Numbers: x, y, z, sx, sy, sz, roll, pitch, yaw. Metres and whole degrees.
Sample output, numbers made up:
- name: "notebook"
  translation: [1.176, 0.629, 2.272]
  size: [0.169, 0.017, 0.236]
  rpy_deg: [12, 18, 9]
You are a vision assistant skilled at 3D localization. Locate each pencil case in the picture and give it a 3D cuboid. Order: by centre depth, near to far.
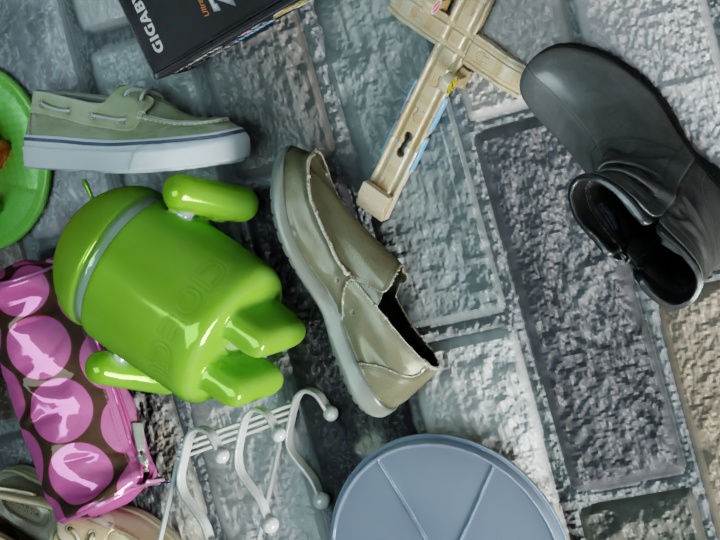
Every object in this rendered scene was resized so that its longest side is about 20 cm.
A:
- name: "pencil case"
  translation: [-0.217, 0.084, 1.777]
  size: [0.093, 0.090, 0.201]
  rpy_deg: [-23, 88, 43]

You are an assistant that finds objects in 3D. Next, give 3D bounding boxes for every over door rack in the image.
- name: "over door rack"
  translation: [-0.094, 0.189, 1.697]
  size: [0.066, 0.147, 0.201]
  rpy_deg: [36, 116, 24]

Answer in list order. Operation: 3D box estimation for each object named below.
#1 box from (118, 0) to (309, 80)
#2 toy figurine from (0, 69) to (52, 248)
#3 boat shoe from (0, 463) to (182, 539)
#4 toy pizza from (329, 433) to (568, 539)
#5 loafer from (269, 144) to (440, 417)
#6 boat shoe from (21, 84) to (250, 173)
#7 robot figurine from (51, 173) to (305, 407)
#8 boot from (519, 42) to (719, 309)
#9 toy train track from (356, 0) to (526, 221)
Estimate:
- name: "box"
  translation: [-0.105, -0.265, 1.652]
  size: [0.198, 0.050, 0.201]
  rpy_deg: [-25, 88, 31]
- name: "toy figurine"
  translation: [-0.355, -0.052, 1.767]
  size: [0.150, 0.184, 0.201]
  rpy_deg: [42, 119, 15]
- name: "boat shoe"
  translation: [-0.218, 0.211, 1.820]
  size: [0.199, 0.065, 0.073]
  rpy_deg: [23, 113, 23]
- name: "toy pizza"
  translation: [0.068, 0.211, 1.675]
  size: [0.199, 0.032, 0.202]
  rpy_deg: [8, 107, 29]
- name: "loafer"
  translation: [0.000, 0.000, 1.648]
  size: [0.069, 0.075, 0.201]
  rpy_deg: [-23, 95, 20]
- name: "boat shoe"
  translation: [-0.169, -0.104, 1.715]
  size: [0.199, 0.072, 0.063]
  rpy_deg: [2, 97, 31]
- name: "robot figurine"
  translation: [-0.138, 0.017, 1.697]
  size: [0.199, 0.115, 0.176]
  rpy_deg: [33, 114, 20]
- name: "boot"
  translation: [0.162, -0.067, 1.494]
  size: [0.200, 0.131, 0.070]
  rpy_deg: [41, 119, 15]
- name: "toy train track"
  translation: [0.043, -0.121, 1.609]
  size: [0.114, 0.032, 0.201]
  rpy_deg: [35, 118, 18]
